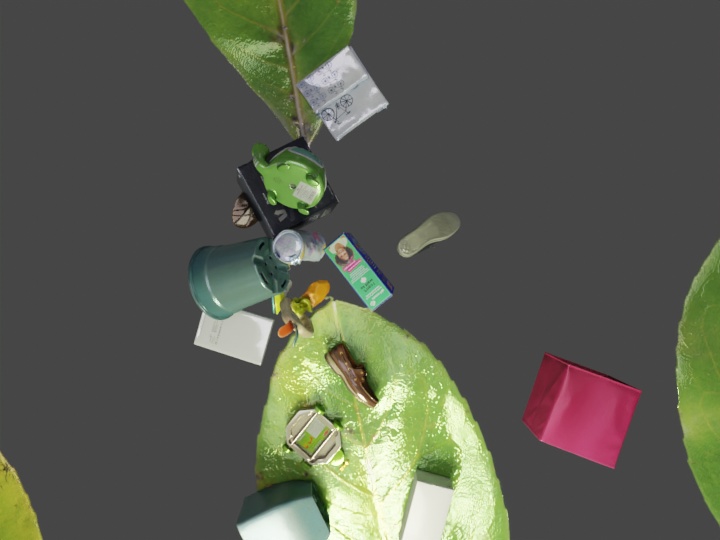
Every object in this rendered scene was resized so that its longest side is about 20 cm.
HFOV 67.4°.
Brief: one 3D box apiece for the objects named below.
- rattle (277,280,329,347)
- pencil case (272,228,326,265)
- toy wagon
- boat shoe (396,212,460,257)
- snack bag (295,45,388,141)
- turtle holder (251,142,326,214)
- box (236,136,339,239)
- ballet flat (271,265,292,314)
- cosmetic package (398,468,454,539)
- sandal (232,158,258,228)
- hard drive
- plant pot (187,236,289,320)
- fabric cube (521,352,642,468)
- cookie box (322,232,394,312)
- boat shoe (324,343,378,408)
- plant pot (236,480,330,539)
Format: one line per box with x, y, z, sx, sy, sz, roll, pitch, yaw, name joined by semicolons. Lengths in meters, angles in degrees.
-0.139;0.109;1.414;0.142;0.200;0.131;-22;91;3;rattle
-0.154;-0.062;1.411;0.083;0.200;0.091;-44;84;13;pencil case
-0.115;0.479;1.506;0.200;0.040;0.156;40;94;0;toy wagon
0.181;-0.097;1.463;0.199;0.062;0.075;-31;85;-12;boat shoe
-0.050;-0.482;1.481;0.188;0.021;0.201;-34;90;3;snack bag
-0.171;-0.232;1.313;0.183;0.133;0.142;5;134;6;turtle holder
-0.194;-0.210;1.425;0.199;0.117;0.198;-29;90;-15;box
-0.224;0.017;1.487;0.066;0.067;0.203;-9;90;-10;ballet flat
0.178;0.664;1.473;0.106;0.085;0.202;16;92;2;cosmetic package
-0.298;-0.209;1.490;0.079;0.054;0.202;12;77;-10;sandal
-0.354;0.172;1.515;0.198;0.027;0.133;17;92;3;hard drive
-0.302;0.010;1.391;0.194;0.200;0.203;-14;91;25;plant pot
0.557;0.349;1.388;0.194;0.200;0.202;19;91;3;fabric cube
0.000;0.000;1.420;0.075;0.171;0.201;-39;89;6;cookie box
-0.014;0.288;1.478;0.067;0.072;0.200;-41;87;5;boat shoe
-0.190;0.679;1.447;0.198;0.196;0.197;-27;90;-6;plant pot
